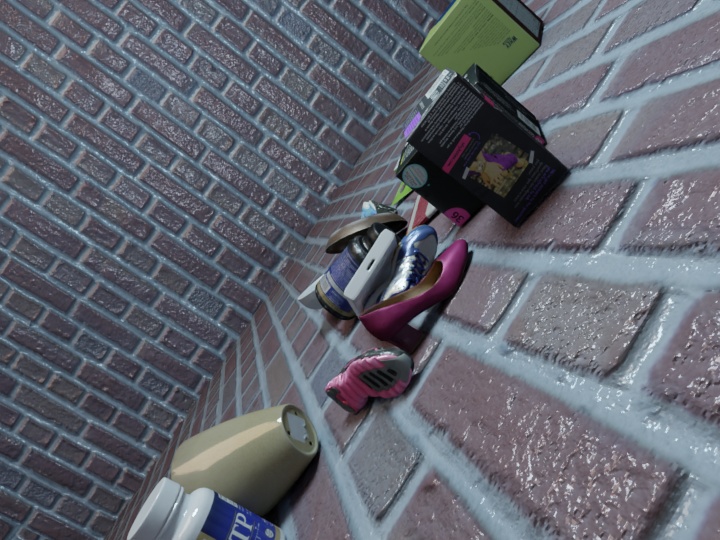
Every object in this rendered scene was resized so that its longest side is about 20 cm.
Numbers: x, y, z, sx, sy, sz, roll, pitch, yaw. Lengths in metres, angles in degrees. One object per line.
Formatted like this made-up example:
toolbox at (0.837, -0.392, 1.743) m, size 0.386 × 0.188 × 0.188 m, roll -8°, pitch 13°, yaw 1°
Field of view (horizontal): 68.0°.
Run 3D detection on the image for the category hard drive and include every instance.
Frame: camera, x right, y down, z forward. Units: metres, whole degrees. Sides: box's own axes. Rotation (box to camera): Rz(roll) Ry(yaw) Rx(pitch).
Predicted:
hard drive at (0.028, 0.019, 0.967) m, size 0.133 × 0.027 × 0.200 m, roll -58°, pitch -15°, yaw -11°

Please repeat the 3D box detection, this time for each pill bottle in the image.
pill bottle at (0.000, 0.000, 1.125) m, size 0.200 × 0.111 × 0.112 m, roll -50°, pitch 14°, yaw 23°
pill bottle at (-0.218, 0.385, 0.760) m, size 0.120 × 0.199 × 0.120 m, roll -51°, pitch 14°, yaw 18°

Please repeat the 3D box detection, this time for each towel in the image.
towel at (0.172, -0.170, 1.126) m, size 0.200 × 0.023 × 0.145 m, roll -45°, pitch 17°, yaw 42°

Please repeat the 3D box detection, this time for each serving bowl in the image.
serving bowl at (-0.057, 0.033, 1.304) m, size 0.199 × 0.066 × 0.200 m, roll -37°, pitch 6°, yaw 5°

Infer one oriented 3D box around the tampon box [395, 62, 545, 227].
tampon box at (0.180, -0.209, 0.902) m, size 0.200 × 0.149 × 0.127 m, roll -48°, pitch 14°, yaw 31°

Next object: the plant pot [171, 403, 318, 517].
plant pot at (-0.174, 0.313, 0.887) m, size 0.199 × 0.188 × 0.188 m, roll -37°, pitch 18°, yaw 16°

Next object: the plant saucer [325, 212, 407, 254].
plant saucer at (0.010, -0.087, 1.213) m, size 0.198 × 0.032 × 0.200 m, roll -19°, pitch -7°, yaw -2°

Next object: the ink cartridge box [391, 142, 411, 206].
ink cartridge box at (0.133, -0.282, 1.413) m, size 0.200 × 0.076 × 0.148 m, roll -38°, pitch 21°, yaw 45°

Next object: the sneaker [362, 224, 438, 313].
sneaker at (0.085, 0.019, 0.898) m, size 0.201 × 0.075 × 0.088 m, roll -61°, pitch 26°, yaw -1°

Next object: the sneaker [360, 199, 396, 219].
sneaker at (0.042, -0.138, 1.455) m, size 0.200 × 0.078 × 0.091 m, roll -154°, pitch 82°, yaw -81°

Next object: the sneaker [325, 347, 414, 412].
sneaker at (0.020, 0.145, 0.803) m, size 0.096 × 0.079 × 0.200 m, roll -51°, pitch 8°, yaw -38°

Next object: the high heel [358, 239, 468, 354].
high heel at (0.084, 0.020, 0.799) m, size 0.201 × 0.096 × 0.067 m, roll -59°, pitch 13°, yaw -13°

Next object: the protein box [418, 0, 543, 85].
protein box at (0.284, -0.548, 1.255) m, size 0.198 × 0.199 × 0.136 m, roll -42°, pitch 18°, yaw 46°

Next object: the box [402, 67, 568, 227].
box at (0.168, -0.174, 0.743) m, size 0.106 × 0.199 × 0.122 m, roll -50°, pitch 14°, yaw 21°
